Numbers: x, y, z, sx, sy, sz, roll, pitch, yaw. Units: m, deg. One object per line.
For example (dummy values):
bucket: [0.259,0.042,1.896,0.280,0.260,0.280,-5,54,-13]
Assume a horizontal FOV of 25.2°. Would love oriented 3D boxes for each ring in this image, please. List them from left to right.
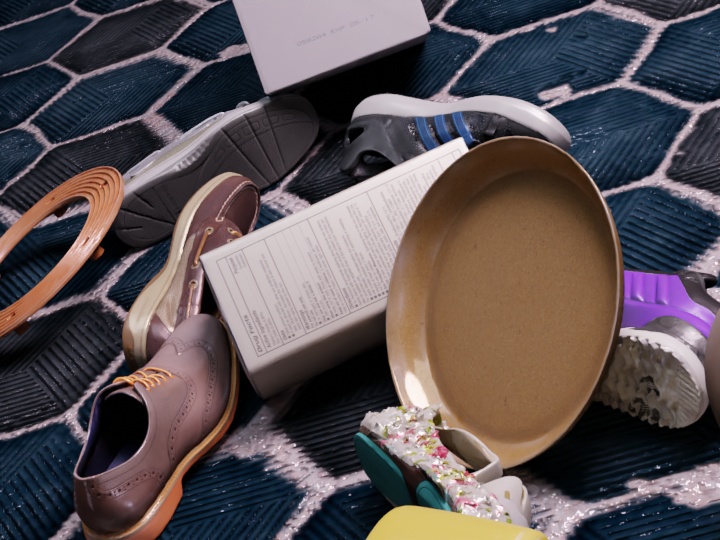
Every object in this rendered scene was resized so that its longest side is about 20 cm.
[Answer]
ring: [-0.267,-0.007,1.335,0.199,0.019,0.201,-33,27,19]

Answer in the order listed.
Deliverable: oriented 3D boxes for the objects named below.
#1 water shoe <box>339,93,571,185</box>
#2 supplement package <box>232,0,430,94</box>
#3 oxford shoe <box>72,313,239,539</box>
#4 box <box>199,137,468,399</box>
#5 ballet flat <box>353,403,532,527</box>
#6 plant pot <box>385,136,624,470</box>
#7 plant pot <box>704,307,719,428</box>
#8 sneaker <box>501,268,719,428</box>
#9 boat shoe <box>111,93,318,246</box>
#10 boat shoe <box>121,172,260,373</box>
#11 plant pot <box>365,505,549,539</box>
water shoe: [0.073,-0.088,1.261,0.198,0.071,0.080,6,67,38]
supplement package: [-0.033,-0.251,1.424,0.150,0.152,0.200,-20,5,3]
oxford shoe: [-0.133,0.090,1.064,0.070,0.073,0.201,-1,41,20]
box: [0.000,0.000,1.096,0.198,0.078,0.096,-23,72,-3]
ballet flat: [0.057,0.126,0.898,0.063,0.076,0.200,-21,31,-14]
plant pot: [0.089,0.021,0.975,0.027,0.202,0.199,11,6,-39]
plant pot: [0.252,0.059,0.780,0.198,0.202,0.174,-26,14,-7]
sneaker: [0.168,0.031,0.991,0.099,0.070,0.199,-28,32,-25]
boat shoe: [-0.130,-0.095,1.384,0.201,0.075,0.065,-33,35,-5]
boat shoe: [-0.109,0.003,1.219,0.071,0.073,0.201,3,41,24]
plant pot: [0.088,0.209,0.636,0.187,0.203,0.201,7,38,17]
